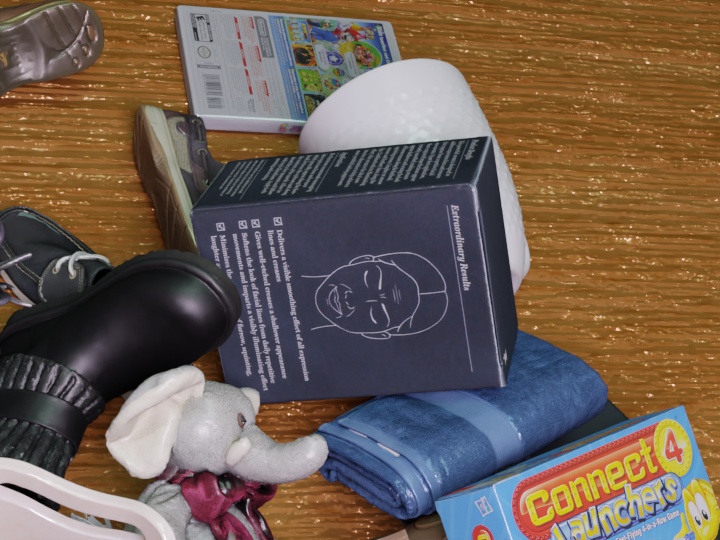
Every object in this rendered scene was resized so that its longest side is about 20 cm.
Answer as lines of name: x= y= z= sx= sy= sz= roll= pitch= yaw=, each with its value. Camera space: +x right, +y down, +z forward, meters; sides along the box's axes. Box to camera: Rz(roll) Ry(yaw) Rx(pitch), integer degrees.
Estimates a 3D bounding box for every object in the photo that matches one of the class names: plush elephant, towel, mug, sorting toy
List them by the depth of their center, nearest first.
sorting toy: x=-0.178 y=0.191 z=0.997 sx=0.199 sy=0.181 sz=0.107 roll=20 pitch=36 yaw=1
plush elephant: x=-0.087 y=0.142 z=1.086 sx=0.199 sy=0.156 sz=0.165 roll=20 pitch=5 yaw=19
towel: x=0.071 y=0.102 z=1.195 sx=0.199 sy=0.049 sz=0.111 roll=-24 pitch=32 yaw=-36
mug: x=0.065 y=-0.045 z=1.353 sx=0.199 sy=0.147 sz=0.176 roll=14 pitch=44 yaw=-51

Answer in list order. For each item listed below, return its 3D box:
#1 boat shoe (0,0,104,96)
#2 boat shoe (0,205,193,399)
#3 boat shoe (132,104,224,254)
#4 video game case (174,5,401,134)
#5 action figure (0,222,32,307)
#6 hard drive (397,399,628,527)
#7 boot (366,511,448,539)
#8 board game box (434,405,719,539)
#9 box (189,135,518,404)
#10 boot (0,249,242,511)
boat shoe: x=-0.309 y=-0.174 z=1.394 sx=0.199 sy=0.073 sz=0.068 roll=-16 pitch=21 yaw=-21
boat shoe: x=-0.193 y=0.011 z=1.251 sx=0.200 sy=0.068 sz=0.072 roll=41 pitch=50 yaw=22
boat shoe: x=-0.125 y=-0.057 z=1.336 sx=0.064 sy=0.072 sz=0.201 roll=-8 pitch=45 yaw=-19
video game case: x=-0.056 y=-0.172 z=1.504 sx=0.198 sy=0.018 sz=0.144 roll=2 pitch=47 yaw=-17
action figure: x=-0.284 y=0.018 z=1.079 sx=0.101 sy=0.120 sz=0.200 roll=13 pitch=14 yaw=15
hard drive: x=0.114 y=0.141 z=1.256 sx=0.199 sy=0.033 sz=0.140 roll=-27 pitch=61 yaw=-36
boot: x=0.065 y=0.233 z=1.107 sx=0.199 sy=0.073 sz=0.156 roll=-12 pitch=83 yaw=-42
board game box: x=0.162 y=0.208 z=1.109 sx=0.199 sy=0.056 sz=0.197 roll=-16 pitch=85 yaw=-42
box: x=0.000 y=0.000 z=1.203 sx=0.198 sy=0.150 sz=0.107 roll=-4 pitch=22 yaw=13
boot: x=-0.181 y=0.081 z=1.123 sx=0.080 sy=0.210 sz=0.158 roll=52 pitch=35 yaw=-24
